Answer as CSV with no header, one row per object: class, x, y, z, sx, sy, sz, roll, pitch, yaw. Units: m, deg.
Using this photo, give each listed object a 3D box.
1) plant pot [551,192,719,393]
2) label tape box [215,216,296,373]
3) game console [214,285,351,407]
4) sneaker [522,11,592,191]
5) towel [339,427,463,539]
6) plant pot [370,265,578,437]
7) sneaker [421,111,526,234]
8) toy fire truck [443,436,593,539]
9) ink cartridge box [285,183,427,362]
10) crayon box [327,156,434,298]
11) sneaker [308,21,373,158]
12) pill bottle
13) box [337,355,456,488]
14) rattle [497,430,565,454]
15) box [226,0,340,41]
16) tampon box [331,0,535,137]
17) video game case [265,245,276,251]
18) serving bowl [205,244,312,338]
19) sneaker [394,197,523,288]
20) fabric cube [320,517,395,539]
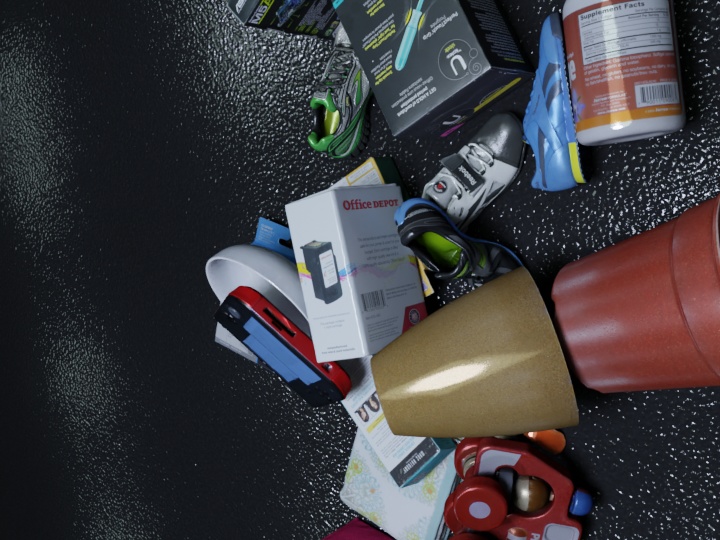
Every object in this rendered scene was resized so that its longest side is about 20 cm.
plant pot,0.316,0.038,0.780,0.195,0.201,0.201,-21,84,45
label tape box,-0.138,0.037,1.156,0.144,0.063,0.200,22,110,31
game console,-0.109,0.109,1.029,0.200,0.031,0.177,43,153,-4
sneaker,0.215,-0.192,0.884,0.078,0.066,0.200,-4,95,34
towel,0.063,0.283,1.081,0.171,0.048,0.200,27,112,34
plant pot,0.120,0.115,0.872,0.200,0.186,0.187,-19,85,5
sneaker,0.129,-0.107,0.950,0.074,0.088,0.200,44,118,24
toy fire truck,0.192,0.300,0.944,0.168,0.112,0.200,9,112,4
ink cartridge box,0.000,0.000,0.958,0.083,0.146,0.200,-13,88,39
crayon box,0.026,-0.038,1.056,0.126,0.052,0.200,-31,78,35
sneaker,-0.020,-0.250,1.038,0.078,0.085,0.200,18,106,33
pill bottle,0.274,-0.239,0.807,0.112,0.112,0.200,-5,93,36
box,0.034,0.183,1.031,0.082,0.049,0.200,-48,62,22
rattle,0.146,0.164,0.948,0.200,0.143,0.130,44,105,29
box,-0.046,-0.389,0.968,0.048,0.193,0.200,53,124,19
tampon box,0.086,-0.284,0.929,0.150,0.126,0.200,-30,80,36
video game case,-0.094,0.070,1.180,0.200,0.019,0.143,34,115,27
serving bowl,-0.110,0.035,1.025,0.200,0.066,0.200,30,151,19
sneaker,0.122,-0.010,0.928,0.199,0.083,0.071,31,128,-20
fabric cube,0.001,0.502,1.064,0.199,0.200,0.197,18,108,35
